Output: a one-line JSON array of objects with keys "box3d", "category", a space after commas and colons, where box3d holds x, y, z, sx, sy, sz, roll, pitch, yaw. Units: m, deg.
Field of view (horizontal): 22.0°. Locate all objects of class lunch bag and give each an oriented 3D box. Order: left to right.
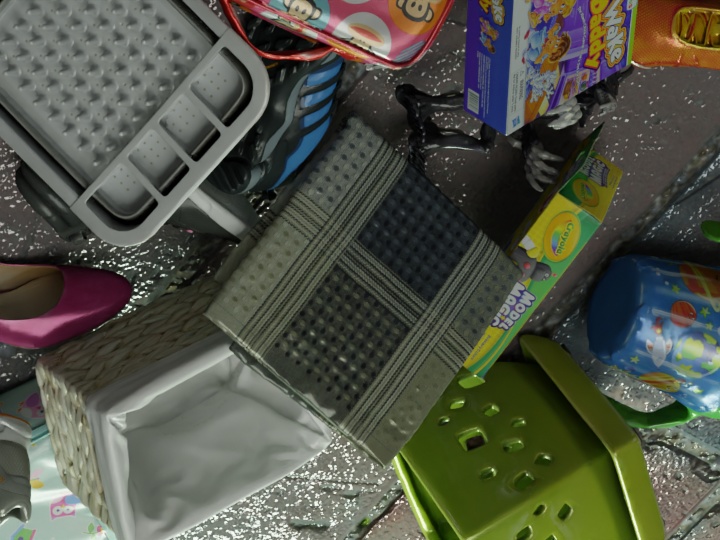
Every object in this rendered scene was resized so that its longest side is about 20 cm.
[{"box3d": [-0.256, 0.184, 1.515, 0.159, 0.077, 0.201, -24, 132, -5], "category": "lunch bag"}, {"box3d": [-0.025, -0.222, 1.239, 0.199, 0.082, 0.177, 25, 94, -20], "category": "lunch bag"}]

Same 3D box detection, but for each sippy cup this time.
[{"box3d": [0.271, 0.048, 1.598, 0.129, 0.139, 0.179, 16, 81, -19], "category": "sippy cup"}]

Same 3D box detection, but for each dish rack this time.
[{"box3d": [-0.170, -0.137, 1.259, 0.200, 0.044, 0.172, 45, 108, 0], "category": "dish rack"}]

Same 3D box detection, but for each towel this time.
[{"box3d": [0.001, 0.016, 1.387, 0.192, 0.034, 0.200, 42, 74, -15], "category": "towel"}]

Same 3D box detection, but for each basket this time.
[{"box3d": [-0.138, 0.101, 1.421, 0.199, 0.123, 0.137, -27, 125, -32], "category": "basket"}]

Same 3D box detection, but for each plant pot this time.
[{"box3d": [0.146, 0.188, 1.613, 0.181, 0.199, 0.201, -29, 132, -7], "category": "plant pot"}]

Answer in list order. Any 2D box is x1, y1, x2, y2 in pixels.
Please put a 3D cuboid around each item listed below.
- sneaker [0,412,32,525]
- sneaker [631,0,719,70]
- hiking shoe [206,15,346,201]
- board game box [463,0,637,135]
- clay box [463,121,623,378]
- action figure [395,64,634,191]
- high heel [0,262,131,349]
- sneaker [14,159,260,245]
[{"box3d": [-0.327, 0.183, 1.363, 0.199, 0.093, 0.076, -29, 144, 17], "category": "sneaker"}, {"box3d": [0.270, -0.189, 1.426, 0.199, 0.077, 0.074, 3, 87, -31], "category": "sneaker"}, {"box3d": [-0.046, -0.146, 1.359, 0.201, 0.074, 0.087, -56, 155, 15], "category": "hiking shoe"}, {"box3d": [0.135, -0.210, 1.268, 0.134, 0.045, 0.201, -31, 139, -31], "category": "board game box"}, {"box3d": [0.145, -0.018, 1.484, 0.047, 0.115, 0.200, 36, 119, -1], "category": "clay box"}, {"box3d": [0.132, -0.122, 1.416, 0.198, 0.103, 0.119, -16, 145, -9], "category": "action figure"}, {"box3d": [-0.272, 0.006, 1.377, 0.198, 0.068, 0.096, -3, 139, -4], "category": "high heel"}, {"box3d": [-0.168, -0.054, 1.373, 0.199, 0.071, 0.099, 32, 112, -31], "category": "sneaker"}]
